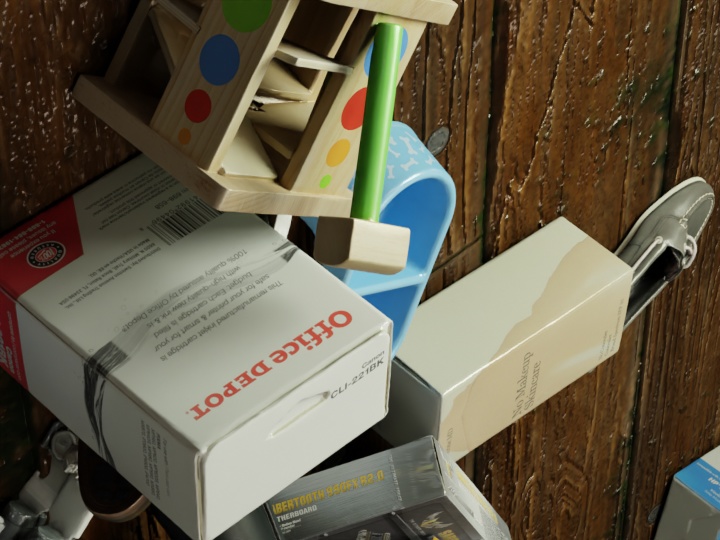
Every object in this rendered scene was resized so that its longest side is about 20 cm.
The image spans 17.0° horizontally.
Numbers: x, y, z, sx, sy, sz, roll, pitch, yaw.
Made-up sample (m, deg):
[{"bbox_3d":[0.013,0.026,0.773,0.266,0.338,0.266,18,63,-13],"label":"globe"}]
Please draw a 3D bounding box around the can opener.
[{"bbox_3d":[-0.197,0.169,1.500,0.200,0.053,0.066,-57,150,7],"label":"can opener"}]

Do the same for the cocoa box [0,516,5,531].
[{"bbox_3d":[-0.314,0.160,1.255,0.200,0.131,0.133,-54,150,2],"label":"cocoa box"}]

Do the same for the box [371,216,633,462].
[{"bbox_3d":[0.099,0.054,1.756,0.200,0.078,0.095,-32,145,-30],"label":"box"}]

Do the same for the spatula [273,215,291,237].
[{"bbox_3d":[-0.058,-0.013,1.527,0.057,0.021,0.200,15,112,-41],"label":"spatula"}]

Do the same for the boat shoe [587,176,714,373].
[{"bbox_3d":[0.220,0.008,1.893,0.200,0.057,0.067,-41,148,-19],"label":"boat shoe"}]

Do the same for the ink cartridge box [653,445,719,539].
[{"bbox_3d":[0.371,0.214,2.298,0.200,0.067,0.116,-26,141,-38],"label":"ink cartridge box"}]

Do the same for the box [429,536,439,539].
[{"bbox_3d":[0.012,0.269,1.656,0.119,0.041,0.200,-43,-164,33],"label":"box"}]

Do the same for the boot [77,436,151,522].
[{"bbox_3d":[-0.109,0.089,1.434,0.097,0.075,0.200,73,26,-44],"label":"boot"}]

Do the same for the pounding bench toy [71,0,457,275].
[{"bbox_3d":[-0.023,-0.109,1.306,0.124,0.200,0.156,3,120,-54],"label":"pounding bench toy"}]

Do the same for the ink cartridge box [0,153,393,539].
[{"bbox_3d":[-0.099,0.038,1.352,0.144,0.200,0.084,-34,144,-29],"label":"ink cartridge box"}]

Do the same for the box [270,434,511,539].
[{"bbox_3d":[0.012,0.195,1.736,0.158,0.048,0.200,-20,151,11],"label":"box"}]

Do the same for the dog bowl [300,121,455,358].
[{"bbox_3d":[0.000,0.000,1.597,0.111,0.050,0.200,-11,131,-48],"label":"dog bowl"}]

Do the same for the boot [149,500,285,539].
[{"bbox_3d":[-0.081,0.220,1.554,0.073,0.162,0.198,-22,122,12],"label":"boot"}]
